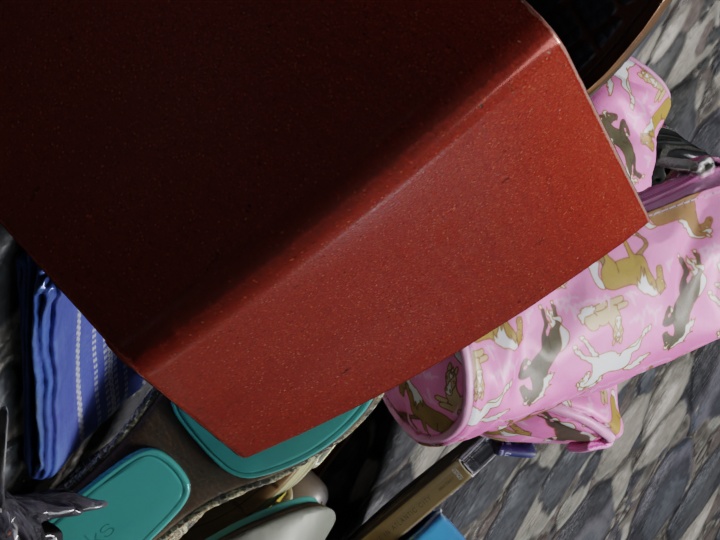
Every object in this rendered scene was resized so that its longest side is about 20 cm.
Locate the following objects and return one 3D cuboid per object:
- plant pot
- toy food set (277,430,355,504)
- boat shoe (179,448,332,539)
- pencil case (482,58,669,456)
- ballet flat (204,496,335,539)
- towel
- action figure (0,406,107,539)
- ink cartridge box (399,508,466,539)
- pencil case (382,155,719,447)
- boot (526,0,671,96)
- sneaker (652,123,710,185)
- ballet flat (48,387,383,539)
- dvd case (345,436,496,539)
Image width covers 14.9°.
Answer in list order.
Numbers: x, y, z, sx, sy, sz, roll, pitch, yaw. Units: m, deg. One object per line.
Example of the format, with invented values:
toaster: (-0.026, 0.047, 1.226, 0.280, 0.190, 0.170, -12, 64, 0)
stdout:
plant pot: (-0.040, -0.052, 0.990, 0.176, 0.200, 0.200, -43, 157, -1)
toy food set: (-0.008, 0.076, 1.375, 0.200, 0.060, 0.144, -53, 158, -13)
boat shoe: (-0.028, 0.053, 1.272, 0.200, 0.073, 0.063, -48, 160, 0)
pencil case: (0.099, -0.012, 1.343, 0.087, 0.082, 0.201, 63, 34, -64)
ballet flat: (-0.092, 0.168, 1.222, 0.199, 0.064, 0.067, -23, 157, -14)
towel: (-0.073, -0.010, 1.173, 0.200, 0.024, 0.145, -43, 154, -34)
action figure: (-0.144, 0.161, 1.102, 0.118, 0.102, 0.201, -13, 118, -32)
ink cartridge box: (0.010, 0.244, 1.422, 0.200, 0.147, 0.145, -40, 177, -5)
pencil case: (0.096, 0.012, 1.233, 0.199, 0.087, 0.083, -22, 176, -29)
boot: (0.070, -0.082, 1.128, 0.200, 0.075, 0.097, -38, 164, 31)
sneaker: (0.131, -0.020, 1.483, 0.200, 0.083, 0.077, -54, 158, -38)
ballet flat: (-0.070, 0.071, 1.183, 0.200, 0.068, 0.075, -37, -167, 17)
dvd case: (0.028, 0.122, 1.450, 0.200, 0.016, 0.149, -44, 177, 37)
